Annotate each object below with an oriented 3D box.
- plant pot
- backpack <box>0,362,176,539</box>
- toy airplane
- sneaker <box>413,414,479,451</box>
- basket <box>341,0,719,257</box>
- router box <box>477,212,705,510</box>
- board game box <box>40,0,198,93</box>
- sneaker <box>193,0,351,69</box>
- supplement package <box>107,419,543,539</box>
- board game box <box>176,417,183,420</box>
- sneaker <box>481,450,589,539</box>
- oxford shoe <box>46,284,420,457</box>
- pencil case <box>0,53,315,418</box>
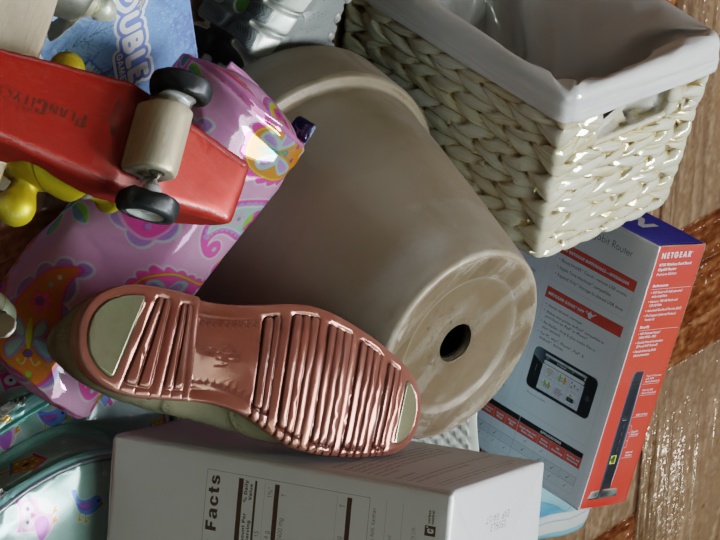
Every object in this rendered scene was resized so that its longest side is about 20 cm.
[{"bbox_3d":[0.000,0.000,1.366,0.200,0.173,0.201,-28,136,-31],"label":"plant pot"},{"bbox_3d":[-0.185,0.131,1.365,0.200,0.153,0.176,-43,135,-30],"label":"backpack"},{"bbox_3d":[-0.179,-0.073,1.192,0.199,0.200,0.141,-29,178,-18],"label":"toy airplane"},{"bbox_3d":[0.041,0.120,1.513,0.082,0.074,0.201,90,11,-70],"label":"sneaker"},{"bbox_3d":[0.093,-0.115,1.470,0.135,0.200,0.124,-22,135,-36],"label":"basket"},{"bbox_3d":[0.108,0.027,1.568,0.049,0.200,0.180,-4,117,-45],"label":"router box"},{"bbox_3d":[-0.181,-0.150,1.268,0.199,0.043,0.201,-32,134,-30],"label":"board game box"},{"bbox_3d":[-0.028,-0.156,1.417,0.200,0.075,0.115,-54,147,9],"label":"sneaker"},{"bbox_3d":[-0.020,0.151,1.291,0.121,0.199,0.120,-7,103,-62],"label":"supplement package"},{"bbox_3d":[-0.034,0.027,1.520,0.199,0.037,0.152,-14,109,-41],"label":"board game box"},{"bbox_3d":[0.107,0.128,1.733,0.200,0.079,0.131,-12,124,-54],"label":"sneaker"},{"bbox_3d":[-0.063,0.049,1.244,0.199,0.074,0.071,20,77,-26],"label":"oxford shoe"},{"bbox_3d":[-0.115,-0.021,1.279,0.200,0.087,0.087,-52,141,1],"label":"pencil case"}]
